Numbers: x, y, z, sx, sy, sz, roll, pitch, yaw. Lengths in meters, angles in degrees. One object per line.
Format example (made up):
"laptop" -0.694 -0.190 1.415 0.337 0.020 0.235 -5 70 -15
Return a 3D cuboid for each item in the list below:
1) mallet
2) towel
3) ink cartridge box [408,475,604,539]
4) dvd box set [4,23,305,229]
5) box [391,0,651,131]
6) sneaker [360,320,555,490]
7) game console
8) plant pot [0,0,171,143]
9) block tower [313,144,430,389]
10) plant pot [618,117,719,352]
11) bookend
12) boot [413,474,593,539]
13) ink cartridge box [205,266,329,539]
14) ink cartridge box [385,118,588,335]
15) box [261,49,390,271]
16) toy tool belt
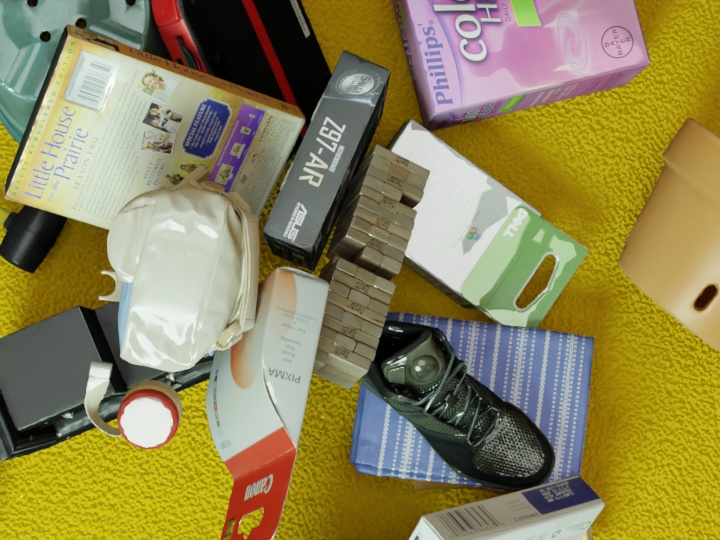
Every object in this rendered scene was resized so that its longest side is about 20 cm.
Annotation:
"mallet" -0.354 -0.081 1.257 0.200 0.041 0.066 39 85 5
"towel" 0.097 0.116 1.214 0.199 0.024 0.145 7 79 5
"ink cartridge box" 0.085 0.264 1.143 0.041 0.199 0.200 46 123 33
"dvd box set" -0.163 -0.094 1.106 0.200 0.029 0.147 17 113 -23
"box" 0.135 -0.237 1.254 0.199 0.097 0.176 -13 87 -2
"sneaker" 0.074 0.110 1.148 0.199 0.114 0.076 40 84 8
"game console" -0.094 -0.188 1.185 0.031 0.177 0.200 -6 122 30
"plant pot" -0.242 -0.197 1.187 0.200 0.196 0.201 0 85 -1
"block tower" 0.000 0.000 1.135 0.058 0.054 0.200 25 63 -11
"plant pot" 0.319 -0.018 1.209 0.200 0.200 0.140 38 103 1
"bookend" -0.205 0.073 1.167 0.200 0.199 0.092 -23 87 -5
"boot" 0.119 0.180 1.243 0.144 0.071 0.202 -17 82 2
"ink cartridge box" -0.089 0.114 1.079 0.050 0.162 0.201 20 67 -15
"ink cartridge box" 0.092 -0.034 1.254 0.200 0.059 0.104 36 85 -4
"box" -0.029 -0.086 1.185 0.043 0.200 0.161 23 85 1
"toy tool belt" -0.141 0.025 1.070 0.124 0.123 0.201 10 102 -3
